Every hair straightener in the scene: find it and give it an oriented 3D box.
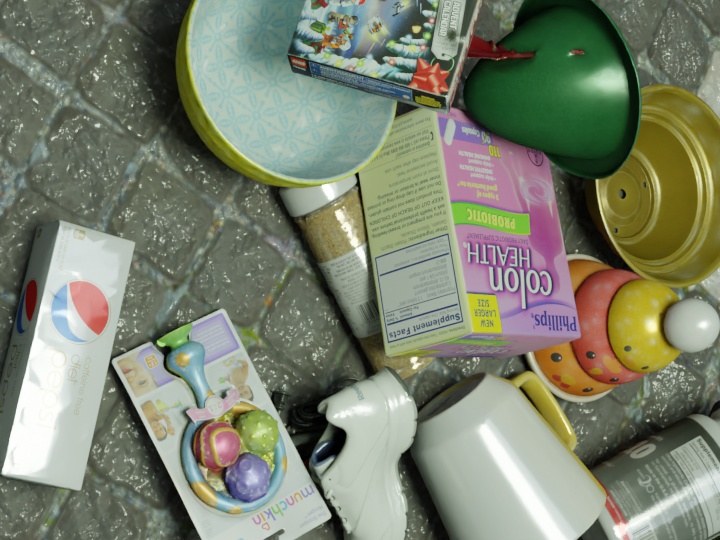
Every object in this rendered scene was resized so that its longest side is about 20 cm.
[{"bbox_3d":[-0.049,0.137,1.223,0.198,0.041,0.078,-16,94,-26],"label":"hair straightener"}]

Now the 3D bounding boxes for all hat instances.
[{"bbox_3d":[0.105,-0.141,1.166,0.174,0.200,0.168,-18,121,-26],"label":"hat"}]

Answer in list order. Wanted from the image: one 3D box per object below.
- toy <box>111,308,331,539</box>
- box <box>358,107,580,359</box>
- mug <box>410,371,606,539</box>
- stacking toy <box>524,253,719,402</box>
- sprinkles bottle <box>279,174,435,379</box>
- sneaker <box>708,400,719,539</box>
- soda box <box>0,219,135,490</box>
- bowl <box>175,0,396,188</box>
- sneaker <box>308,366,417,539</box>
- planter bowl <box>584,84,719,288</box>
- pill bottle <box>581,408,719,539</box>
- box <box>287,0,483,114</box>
[{"bbox_3d":[-0.108,0.134,1.152,0.114,0.047,0.202,-24,79,-32],"label":"toy"},{"bbox_3d":[0.096,-0.029,1.247,0.175,0.096,0.203,6,72,-50],"label":"box"},{"bbox_3d":[0.122,0.177,1.292,0.148,0.187,0.154,-33,95,8],"label":"mug"},{"bbox_3d":[0.259,0.051,1.326,0.144,0.199,0.149,3,84,-30],"label":"stacking toy"},{"bbox_3d":[0.000,0.000,1.251,0.068,0.068,0.202,-33,103,-29],"label":"sprinkles bottle"},{"bbox_3d":[0.398,0.235,1.456,0.072,0.082,0.203,-15,104,-70],"label":"sneaker"},{"bbox_3d":[-0.238,0.067,1.103,0.067,0.063,0.203,17,77,-29],"label":"soda box"},{"bbox_3d":[-0.078,-0.157,1.187,0.198,0.107,0.203,8,74,-30],"label":"bowl"},{"bbox_3d":[-0.006,0.178,1.209,0.086,0.074,0.203,-11,117,-26],"label":"sneaker"},{"bbox_3d":[0.289,-0.082,1.424,0.198,0.083,0.204,3,85,-32],"label":"planter bowl"},{"bbox_3d":[0.311,0.211,1.362,0.198,0.114,0.115,-27,100,-9],"label":"pill bottle"},{"bbox_3d":[0.035,-0.240,1.133,0.135,0.040,0.203,15,76,8],"label":"box"}]
